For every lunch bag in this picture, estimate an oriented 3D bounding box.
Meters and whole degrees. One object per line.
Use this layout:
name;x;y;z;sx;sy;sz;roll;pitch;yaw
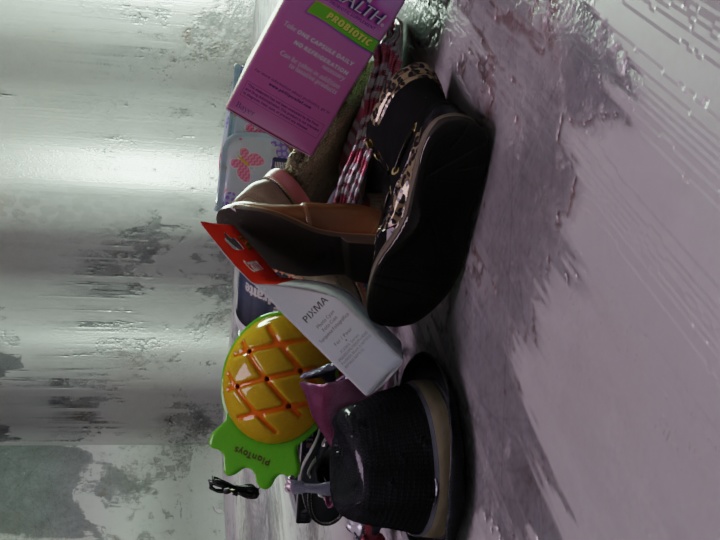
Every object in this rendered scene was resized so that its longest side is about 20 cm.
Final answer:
lunch bag;-0.102;-0.157;1.256;0.127;0.168;0.201;119;159;-65

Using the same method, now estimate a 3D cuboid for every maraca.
maraca;-0.100;0.146;1.077;0.107;0.136;0.201;30;-102;-74

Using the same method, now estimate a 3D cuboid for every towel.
towel;0.003;-0.159;0.981;0.147;0.030;0.201;-84;12;-62
towel;-0.035;-0.139;1.088;0.201;0.036;0.149;-58;-11;-33

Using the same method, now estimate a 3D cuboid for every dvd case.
dvd case;-0.077;0.201;1.225;0.150;0.025;0.202;-122;35;-68

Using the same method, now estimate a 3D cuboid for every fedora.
fedora;0.022;0.161;0.815;0.201;0.091;0.202;-178;90;-78

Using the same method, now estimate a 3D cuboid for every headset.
headset;-0.129;0.185;1.189;0.124;0.093;0.202;137;144;-73

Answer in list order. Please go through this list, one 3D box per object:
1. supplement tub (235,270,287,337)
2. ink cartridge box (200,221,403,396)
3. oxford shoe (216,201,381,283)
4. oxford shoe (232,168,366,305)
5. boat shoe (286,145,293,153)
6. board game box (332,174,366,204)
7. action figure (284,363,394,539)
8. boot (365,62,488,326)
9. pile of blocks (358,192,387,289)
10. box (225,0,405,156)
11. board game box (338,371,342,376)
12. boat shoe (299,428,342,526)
supplement tub;-0.105;0.025;1.336;0.141;0.139;0.201;-108;23;-59
ink cartridge box;-0.045;0.017;0.837;0.047;0.200;0.160;-44;0;3
oxford shoe;-0.043;-0.039;0.931;0.072;0.198;0.072;95;-170;-46
oxford shoe;-0.062;-0.007;0.989;0.201;0.074;0.071;54;149;3
boat shoe;-0.044;-0.229;1.139;0.201;0.072;0.068;-62;-9;-20
board game box;-0.039;-0.038;1.162;0.158;0.039;0.201;-87;14;-58
action figure;0.001;0.191;0.979;0.134;0.148;0.201;9;-118;-78
boot;0.042;-0.068;0.806;0.151;0.073;0.201;-107;26;-54
pile of blocks;0.000;0.000;1.026;0.201;0.062;0.082;104;163;-46
box;-0.035;-0.242;0.919;0.201;0.096;0.176;-57;13;22
board game box;-0.034;0.151;1.198;0.200;0.047;0.102;111;158;-58
boat shoe;-0.031;0.235;1.106;0.060;0.075;0.201;-96;12;-58
